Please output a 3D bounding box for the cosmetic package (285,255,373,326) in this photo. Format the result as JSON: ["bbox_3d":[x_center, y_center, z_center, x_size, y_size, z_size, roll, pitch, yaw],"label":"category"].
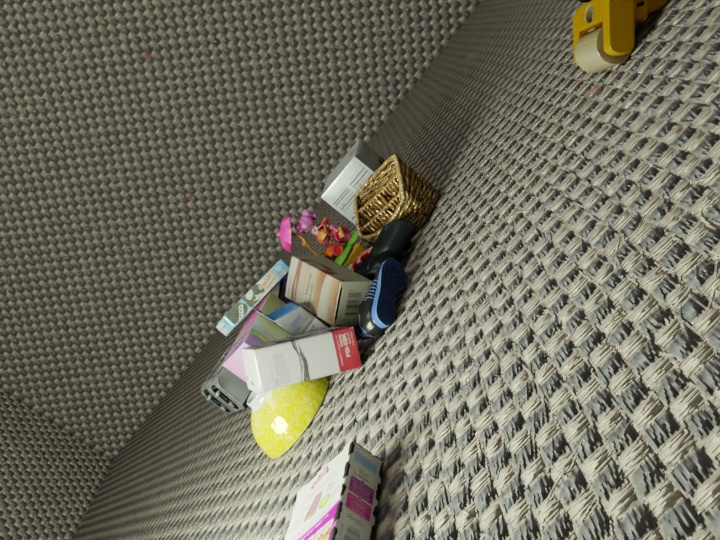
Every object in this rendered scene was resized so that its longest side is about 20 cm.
[{"bbox_3d":[-0.071,0.041,1.669,0.200,0.087,0.104,24,109,51],"label":"cosmetic package"}]

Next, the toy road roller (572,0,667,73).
[{"bbox_3d":[0.458,-0.450,1.347,0.123,0.146,0.201,-162,72,-77],"label":"toy road roller"}]

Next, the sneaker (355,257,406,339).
[{"bbox_3d":[0.035,0.054,1.539,0.078,0.070,0.200,-36,20,34],"label":"sneaker"}]

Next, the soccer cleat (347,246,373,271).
[{"bbox_3d":[0.000,0.000,1.852,0.200,0.069,0.085,-51,15,32],"label":"soccer cleat"}]

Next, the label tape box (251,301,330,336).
[{"bbox_3d":[-0.131,0.115,1.680,0.063,0.200,0.144,-54,12,-6],"label":"label tape box"}]

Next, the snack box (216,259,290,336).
[{"bbox_3d":[-0.255,0.065,1.847,0.200,0.037,0.116,-47,3,-25],"label":"snack box"}]

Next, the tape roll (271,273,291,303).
[{"bbox_3d":[-0.189,0.101,1.976,0.200,0.085,0.200,-163,90,-75],"label":"tape roll"}]

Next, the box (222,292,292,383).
[{"bbox_3d":[-0.192,0.182,1.781,0.097,0.176,0.200,-45,14,31],"label":"box"}]

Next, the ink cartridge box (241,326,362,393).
[{"bbox_3d":[-0.117,0.168,1.492,0.200,0.083,0.147,-12,-1,-19],"label":"ink cartridge box"}]

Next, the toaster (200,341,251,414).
[{"bbox_3d":[-0.343,0.293,2.183,0.200,0.119,0.181,-58,14,-28],"label":"toaster"}]

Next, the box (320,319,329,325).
[{"bbox_3d":[-0.121,0.131,1.997,0.119,0.041,0.200,-55,14,-10],"label":"box"}]

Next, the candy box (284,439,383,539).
[{"bbox_3d":[-0.041,0.338,1.014,0.136,0.061,0.200,-47,13,26],"label":"candy box"}]

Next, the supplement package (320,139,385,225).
[{"bbox_3d":[0.024,-0.213,2.057,0.147,0.200,0.191,-48,13,20],"label":"supplement package"}]

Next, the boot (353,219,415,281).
[{"bbox_3d":[0.036,-0.017,1.732,0.200,0.076,0.168,-34,23,51],"label":"boot"}]

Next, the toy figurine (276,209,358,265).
[{"bbox_3d":[-0.122,-0.087,2.031,0.200,0.184,0.150,-55,12,-12],"label":"toy figurine"}]

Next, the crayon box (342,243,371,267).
[{"bbox_3d":[-0.038,-0.002,2.041,0.200,0.052,0.126,-54,12,-9],"label":"crayon box"}]

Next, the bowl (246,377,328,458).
[{"bbox_3d":[-0.167,0.272,1.589,0.200,0.108,0.200,-49,12,15],"label":"bowl"}]

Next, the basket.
[{"bbox_3d":[0.063,-0.146,1.833,0.200,0.149,0.143,-39,18,47],"label":"basket"}]
